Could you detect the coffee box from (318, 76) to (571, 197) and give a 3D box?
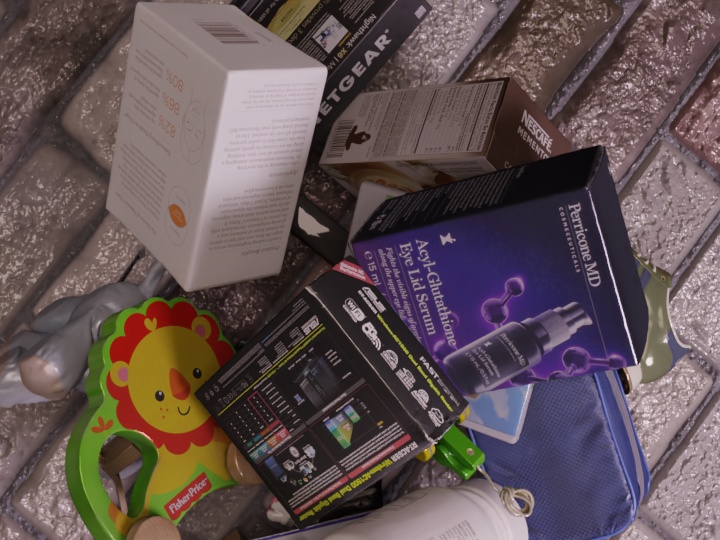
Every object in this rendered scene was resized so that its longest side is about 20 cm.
[{"bbox_3d":[0.075,-0.103,0.982,0.114,0.198,0.081,36,67,-41],"label":"coffee box"}]

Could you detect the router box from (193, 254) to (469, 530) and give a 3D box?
[{"bbox_3d":[-0.028,0.103,0.874,0.151,0.200,0.062,52,43,3],"label":"router box"}]

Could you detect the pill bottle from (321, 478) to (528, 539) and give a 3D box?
[{"bbox_3d":[0.053,0.245,0.903,0.113,0.199,0.117,8,103,38],"label":"pill bottle"}]

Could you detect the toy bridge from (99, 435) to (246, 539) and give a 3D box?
[{"bbox_3d":[-0.182,0.224,1.001,0.067,0.027,0.201,-37,127,0],"label":"toy bridge"}]

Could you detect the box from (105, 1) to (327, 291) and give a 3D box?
[{"bbox_3d":[-0.131,-0.112,0.951,0.152,0.105,0.203,40,126,37],"label":"box"}]

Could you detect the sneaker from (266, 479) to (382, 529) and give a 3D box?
[{"bbox_3d":[0.000,0.183,1.043,0.087,0.074,0.201,39,92,2],"label":"sneaker"}]

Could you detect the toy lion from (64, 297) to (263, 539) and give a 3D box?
[{"bbox_3d":[-0.173,0.129,0.926,0.200,0.068,0.194,-38,104,-44],"label":"toy lion"}]

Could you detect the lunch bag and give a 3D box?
[{"bbox_3d":[0.182,0.149,1.016,0.134,0.132,0.203,-18,85,20],"label":"lunch bag"}]

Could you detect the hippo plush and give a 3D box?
[{"bbox_3d":[-0.235,0.102,1.028,0.200,0.158,0.162,-43,111,-29],"label":"hippo plush"}]

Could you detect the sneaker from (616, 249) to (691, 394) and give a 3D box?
[{"bbox_3d":[0.259,0.011,1.064,0.089,0.067,0.203,-19,86,-11],"label":"sneaker"}]

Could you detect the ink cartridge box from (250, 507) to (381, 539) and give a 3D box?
[{"bbox_3d":[-0.006,0.324,1.031,0.193,0.043,0.203,-12,98,-1],"label":"ink cartridge box"}]

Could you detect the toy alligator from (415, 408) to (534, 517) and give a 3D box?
[{"bbox_3d":[0.068,0.143,0.943,0.059,0.054,0.200,-40,80,-25],"label":"toy alligator"}]

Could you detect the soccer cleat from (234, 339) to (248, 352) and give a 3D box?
[{"bbox_3d":[-0.049,0.125,0.984,0.199,0.081,0.068,31,89,42],"label":"soccer cleat"}]

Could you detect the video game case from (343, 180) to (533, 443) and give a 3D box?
[{"bbox_3d":[0.070,0.035,0.967,0.197,0.022,0.185,18,102,19],"label":"video game case"}]

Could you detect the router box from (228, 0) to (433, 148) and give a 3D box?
[{"bbox_3d":[-0.052,-0.225,1.026,0.200,0.052,0.158,-47,58,9],"label":"router box"}]

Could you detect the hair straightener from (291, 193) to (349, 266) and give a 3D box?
[{"bbox_3d":[0.000,0.000,1.050,0.200,0.077,0.041,44,85,2],"label":"hair straightener"}]

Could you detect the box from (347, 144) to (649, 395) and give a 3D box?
[{"bbox_3d":[0.113,0.005,0.859,0.197,0.104,0.150,-14,108,24],"label":"box"}]
